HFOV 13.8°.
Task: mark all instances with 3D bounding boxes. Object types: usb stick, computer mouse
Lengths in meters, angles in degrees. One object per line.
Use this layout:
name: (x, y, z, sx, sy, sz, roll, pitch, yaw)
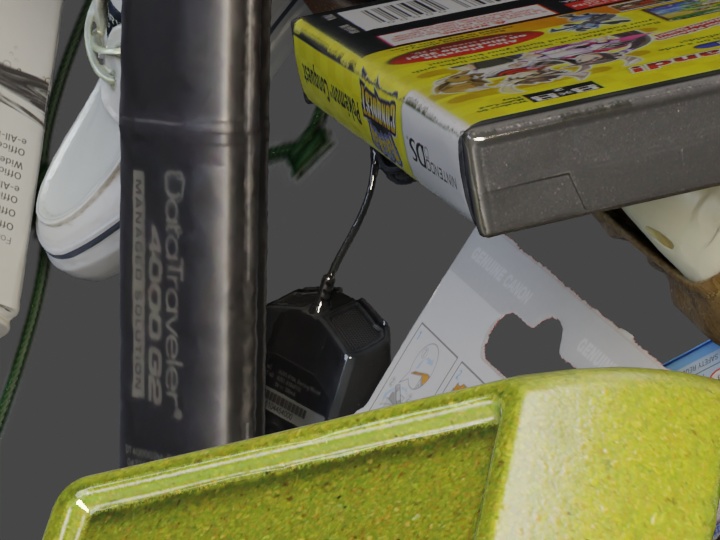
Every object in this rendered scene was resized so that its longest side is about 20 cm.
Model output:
usb stick: (-0.050, -0.002, 0.905, 0.055, 0.033, 0.201, 8, 100, 41)
computer mouse: (0.000, 0.000, 0.925, 0.059, 0.034, 0.200, 30, 105, 46)

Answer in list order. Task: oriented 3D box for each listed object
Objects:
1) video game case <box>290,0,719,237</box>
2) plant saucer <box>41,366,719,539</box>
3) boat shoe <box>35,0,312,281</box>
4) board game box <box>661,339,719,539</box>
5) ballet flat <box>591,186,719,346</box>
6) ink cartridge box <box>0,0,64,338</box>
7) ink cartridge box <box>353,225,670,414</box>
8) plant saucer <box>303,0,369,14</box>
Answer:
video game case: (0.098, -0.057, 0.714, 0.181, 0.200, 0.026, -137, 36, -72)
plant saucer: (-0.021, 0.105, 0.705, 0.200, 0.048, 0.200, -15, 41, 30)
boat shoe: (-0.066, -0.086, 1.051, 0.200, 0.067, 0.074, -52, 38, 16)
board game box: (0.107, 0.107, 0.755, 0.151, 0.037, 0.200, -31, 47, 37)
ballet flat: (0.089, -0.027, 0.782, 0.068, 0.072, 0.200, -55, 20, 5)
ink cartridge box: (-0.183, -0.062, 1.147, 0.145, 0.084, 0.200, -30, 48, 52)
ink cartridge box: (0.021, 0.099, 0.833, 0.200, 0.050, 0.161, -56, 24, 5)
plant saucer: (0.036, -0.153, 0.929, 0.200, 0.034, 0.201, -2, 87, 35)
